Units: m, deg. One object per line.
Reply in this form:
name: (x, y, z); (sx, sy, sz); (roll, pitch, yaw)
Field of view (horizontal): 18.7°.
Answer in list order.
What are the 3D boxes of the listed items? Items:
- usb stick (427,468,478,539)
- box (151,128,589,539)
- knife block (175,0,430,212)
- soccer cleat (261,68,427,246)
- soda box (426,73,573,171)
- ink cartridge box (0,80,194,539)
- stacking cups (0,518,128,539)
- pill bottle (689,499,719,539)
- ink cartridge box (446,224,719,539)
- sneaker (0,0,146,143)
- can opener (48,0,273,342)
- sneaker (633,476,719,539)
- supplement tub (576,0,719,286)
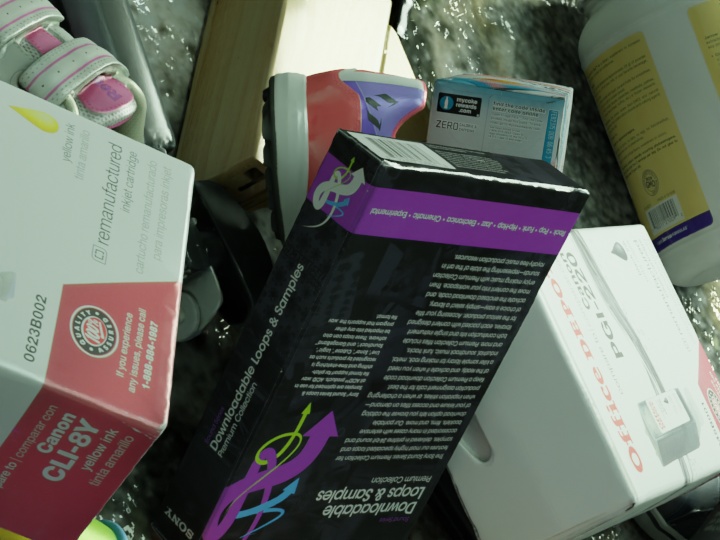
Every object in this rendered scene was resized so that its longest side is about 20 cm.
usb stick: (0.051, 0.103, 1.093); (0.200, 0.033, 0.055); (57, 37, -9)
box: (0.005, 0.038, 0.960); (0.143, 0.200, 0.036); (5, 26, -49)
knife block: (-0.041, -0.125, 1.091); (0.200, 0.064, 0.176); (-19, 84, -52)
soccer cleat: (0.000, 0.000, 0.993); (0.068, 0.073, 0.200); (-92, 177, -57)
soda box: (0.071, -0.062, 1.100); (0.200, 0.063, 0.069); (-47, 145, -81)
ink cartridge box: (-0.170, -0.006, 0.797); (0.200, 0.083, 0.145); (24, 41, -20)
stacking cups: (-0.102, 0.136, 0.882); (0.200, 0.060, 0.061); (39, 44, -36)
pill bottle: (0.225, 0.165, 1.145); (0.200, 0.113, 0.113); (-48, 109, -22)
ink cartridge box: (0.108, 0.057, 1.108); (0.200, 0.085, 0.146); (-7, 70, -62)
sneaker: (-0.137, -0.078, 0.911); (0.200, 0.088, 0.081); (62, 37, -17)
can opener: (-0.102, -0.060, 0.991); (0.066, 0.053, 0.200); (-12, 76, -51)
sneaker: (0.232, 0.135, 1.254); (0.200, 0.079, 0.079); (31, 49, -34)
supplement tub: (0.217, -0.105, 1.318); (0.145, 0.145, 0.200); (-8, 76, -51)
